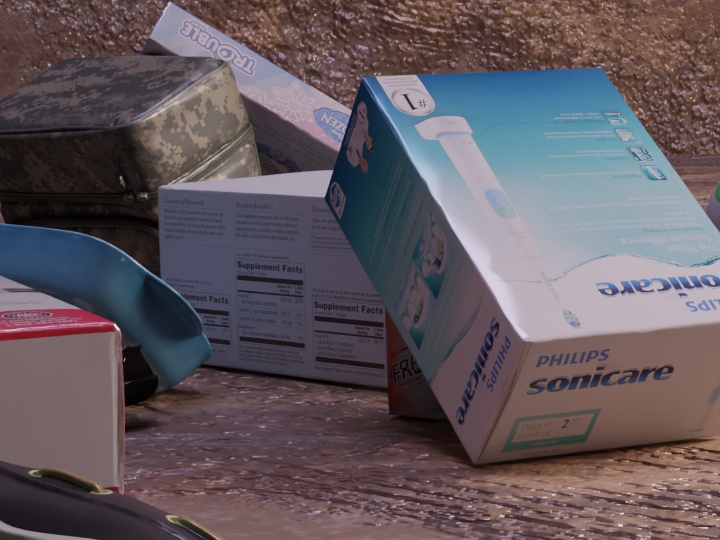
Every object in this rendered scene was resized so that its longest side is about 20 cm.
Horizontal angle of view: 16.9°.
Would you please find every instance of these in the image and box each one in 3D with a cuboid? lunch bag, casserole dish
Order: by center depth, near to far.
[{"bbox_3d":[-0.173,0.025,1.377,0.200,0.039,0.121,6,-34,43],"label":"casserole dish"},{"bbox_3d":[-0.170,-0.061,1.809,0.199,0.168,0.139,1,31,36],"label":"lunch bag"}]

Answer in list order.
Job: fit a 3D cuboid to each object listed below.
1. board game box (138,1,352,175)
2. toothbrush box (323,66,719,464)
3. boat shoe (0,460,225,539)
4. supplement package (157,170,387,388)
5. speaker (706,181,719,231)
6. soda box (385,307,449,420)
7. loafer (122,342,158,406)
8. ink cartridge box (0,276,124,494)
[{"bbox_3d":[-0.097,-0.103,1.911,0.200,0.043,0.199,31,-27,-6],"label":"board game box"},{"bbox_3d":[0.090,-0.008,1.208,0.146,0.085,0.200,-5,43,-27],"label":"toothbrush box"},{"bbox_3d":[-0.108,0.100,0.795,0.060,0.072,0.201,-2,12,-45],"label":"boat shoe"},{"bbox_3d":[0.000,0.000,1.474,0.200,0.111,0.155,6,9,43],"label":"supplement package"},{"bbox_3d":[0.324,-0.037,1.864,0.088,0.089,0.200,-2,6,-4],"label":"speaker"},{"bbox_3d":[0.095,0.037,1.336,0.068,0.064,0.200,3,8,34],"label":"soda box"},{"bbox_3d":[-0.199,0.042,1.302,0.199,0.072,0.073,2,7,29],"label":"loafer"},{"bbox_3d":[-0.209,0.056,1.124,0.144,0.085,0.200,-4,8,-24],"label":"ink cartridge box"}]
